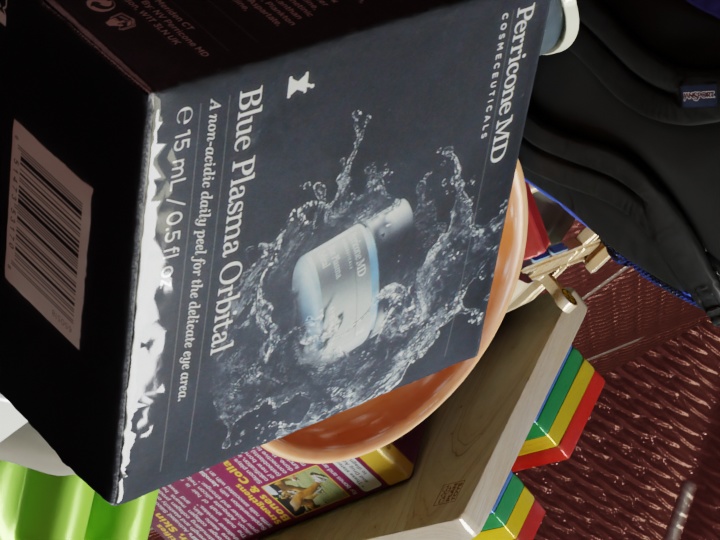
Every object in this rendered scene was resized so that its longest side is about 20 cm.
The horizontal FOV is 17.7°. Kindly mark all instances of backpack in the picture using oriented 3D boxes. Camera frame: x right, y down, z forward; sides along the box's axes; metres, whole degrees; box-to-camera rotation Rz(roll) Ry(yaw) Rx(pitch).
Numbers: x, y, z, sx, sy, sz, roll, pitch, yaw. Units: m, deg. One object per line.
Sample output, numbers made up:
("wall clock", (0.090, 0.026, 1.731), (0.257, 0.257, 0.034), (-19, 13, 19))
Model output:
("backpack", (0.171, -0.088, 1.198), (0.168, 0.200, 0.163), (-18, 133, -49))

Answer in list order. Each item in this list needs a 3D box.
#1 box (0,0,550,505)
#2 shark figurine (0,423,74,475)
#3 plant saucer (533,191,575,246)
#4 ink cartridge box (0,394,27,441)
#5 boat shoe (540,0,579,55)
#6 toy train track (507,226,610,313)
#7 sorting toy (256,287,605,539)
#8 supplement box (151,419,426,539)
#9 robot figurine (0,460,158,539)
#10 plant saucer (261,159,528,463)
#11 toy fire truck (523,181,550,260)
("box", (-0.044, -0.041, 0.931), (0.199, 0.117, 0.197), (-21, 135, -35))
("shark figurine", (-0.249, 0.095, 1.179), (0.214, 0.128, 0.090), (-27, -169, 27))
("plant saucer", (0.105, -0.031, 1.472), (0.201, 0.050, 0.200), (-56, 178, -3))
("ink cartridge box", (-0.258, 0.057, 1.035), (0.145, 0.084, 0.200), (19, 138, -41))
("boat shoe", (0.063, -0.141, 1.046), (0.062, 0.075, 0.200), (-28, 168, -5))
("toy train track", (0.119, 0.003, 1.356), (0.115, 0.033, 0.200), (-45, 168, 22))
("sorting toy", (0.050, 0.123, 1.482), (0.198, 0.070, 0.200), (-19, -149, 44))
("supplement box", (-0.069, 0.087, 1.470), (0.200, 0.131, 0.103), (-24, -147, 34))
("robot figurine", (-0.193, 0.101, 1.297), (0.175, 0.116, 0.200), (4, -168, -39))
("plant saucer", (0.000, 0.000, 1.158), (0.200, 0.037, 0.201), (-23, 128, -34))
("toy fire truck", (0.058, -0.028, 1.298), (0.199, 0.049, 0.141), (-20, -173, 12))
